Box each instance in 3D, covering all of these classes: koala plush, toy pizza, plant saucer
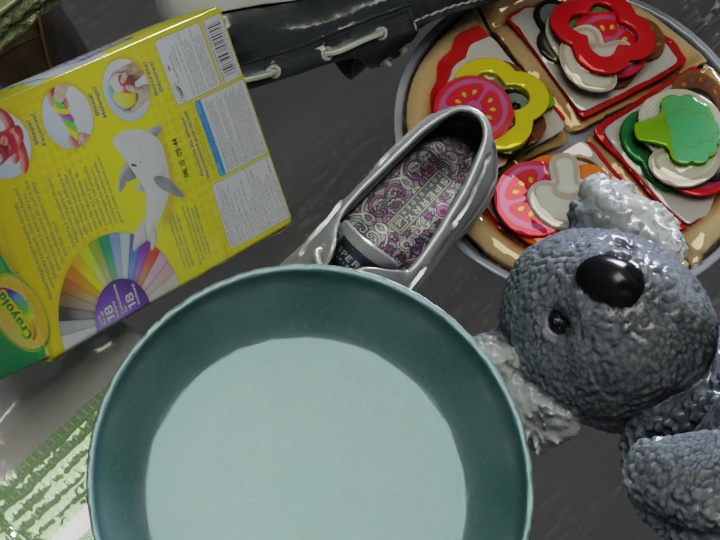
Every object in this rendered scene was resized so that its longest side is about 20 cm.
[{"bbox_3d":[0.146,0.046,0.933,0.199,0.184,0.178,26,73,29],"label":"koala plush"},{"bbox_3d":[0.117,-0.076,1.050,0.199,0.032,0.201,4,61,-6],"label":"toy pizza"},{"bbox_3d":[-0.023,0.097,0.888,0.198,0.036,0.201,3,70,-8],"label":"plant saucer"}]

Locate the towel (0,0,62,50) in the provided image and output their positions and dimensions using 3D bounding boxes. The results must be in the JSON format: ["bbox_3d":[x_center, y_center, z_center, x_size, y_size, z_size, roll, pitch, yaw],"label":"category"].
[{"bbox_3d":[-0.208,-0.136,0.880,0.148,0.037,0.200,39,71,21],"label":"towel"}]

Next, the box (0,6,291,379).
[{"bbox_3d":[-0.124,-0.037,0.917,0.200,0.048,0.118,-32,108,-47],"label":"box"}]

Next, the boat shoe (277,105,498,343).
[{"bbox_3d":[0.000,0.000,0.962,0.072,0.069,0.200,42,74,14],"label":"boat shoe"}]

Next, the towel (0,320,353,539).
[{"bbox_3d":[-0.118,0.109,0.907,0.200,0.031,0.149,41,71,14],"label":"towel"}]

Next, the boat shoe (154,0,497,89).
[{"bbox_3d":[-0.011,-0.130,1.048,0.199,0.076,0.061,-11,103,-17],"label":"boat shoe"}]

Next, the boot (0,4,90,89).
[{"bbox_3d":[-0.179,-0.112,1.018,0.075,0.074,0.201,-26,62,0],"label":"boot"}]
